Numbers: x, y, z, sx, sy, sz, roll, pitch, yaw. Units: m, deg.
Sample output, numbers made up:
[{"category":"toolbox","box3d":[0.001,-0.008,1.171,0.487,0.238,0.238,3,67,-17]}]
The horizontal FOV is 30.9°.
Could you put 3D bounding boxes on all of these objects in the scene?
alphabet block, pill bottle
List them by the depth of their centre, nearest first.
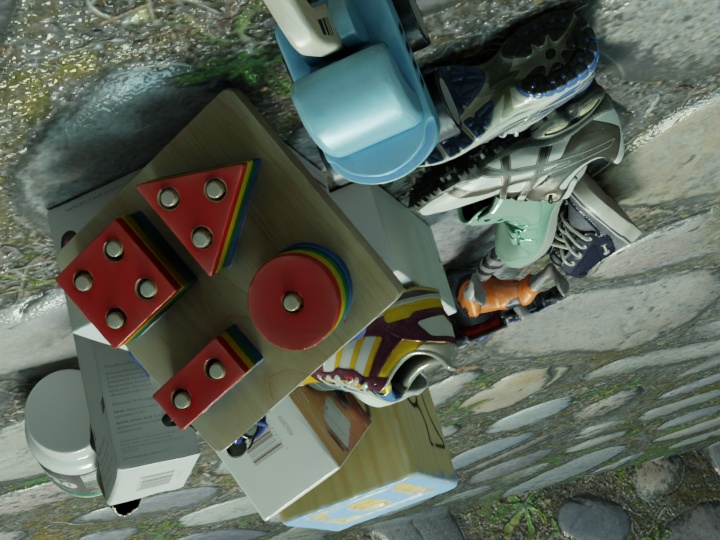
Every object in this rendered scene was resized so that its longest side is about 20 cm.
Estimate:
[{"category":"pill bottle","box3d":[-0.323,0.187,1.495,0.112,0.114,0.200,-14,160,-9]},{"category":"alphabet block","box3d":[-0.010,0.211,1.698,0.194,0.202,0.195,-22,160,14]}]

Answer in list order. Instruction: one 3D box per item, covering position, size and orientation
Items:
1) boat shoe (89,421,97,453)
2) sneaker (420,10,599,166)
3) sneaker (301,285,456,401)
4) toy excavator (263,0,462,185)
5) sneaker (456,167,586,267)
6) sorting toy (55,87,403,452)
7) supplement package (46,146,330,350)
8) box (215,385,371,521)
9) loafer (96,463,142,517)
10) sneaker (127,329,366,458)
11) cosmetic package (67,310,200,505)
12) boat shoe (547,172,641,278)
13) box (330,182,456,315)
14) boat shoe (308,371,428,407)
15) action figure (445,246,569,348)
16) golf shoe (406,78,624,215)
[{"category":"boat shoe","box3d":[-0.179,0.137,1.304,0.198,0.074,0.065,-29,-166,1]},{"category":"sneaker","box3d":[0.103,-0.130,1.046,0.198,0.078,0.085,-22,165,15]},{"category":"sneaker","box3d":[-0.004,0.088,1.229,0.198,0.091,0.075,-25,160,22]},{"category":"toy excavator","box3d":[-0.017,-0.144,0.837,0.099,0.196,0.200,-21,-171,14]},{"category":"sneaker","box3d":[0.133,-0.061,1.257,0.117,0.074,0.201,-17,152,-21]},{"category":"sorting toy","box3d":[-0.107,0.007,0.963,0.198,0.200,0.070,-41,179,16]},{"category":"supplement package","box3d":[-0.131,-0.018,1.095,0.198,0.112,0.156,-23,160,15]},{"category":"box","box3d":[-0.086,0.159,1.439,0.106,0.153,0.200,-36,180,13]},{"category":"loafer","box3d":[-0.227,0.182,1.383,0.074,0.070,0.202,7,124,-24]},{"category":"sneaker","box3d":[-0.087,0.092,1.090,0.197,0.116,0.081,-12,163,-17]},{"category":"cosmetic package","box3d":[-0.215,0.100,1.216,0.080,0.202,0.113,-10,157,-21]},{"category":"boat shoe","box3d":[0.234,-0.040,1.378,0.093,0.075,0.200,-42,156,12]},{"category":"box","box3d":[0.000,0.000,1.279,0.123,0.099,0.200,-22,161,14]},{"category":"boat shoe","box3d":[-0.003,0.102,1.430,0.064,0.075,0.201,-13,152,33]},{"category":"action figure","box3d":[0.156,0.018,1.485,0.198,0.106,0.193,-21,180,-25]},{"category":"golf shoe","box3d":[0.135,-0.084,1.123,0.199,0.078,0.095,-28,115,20]}]
